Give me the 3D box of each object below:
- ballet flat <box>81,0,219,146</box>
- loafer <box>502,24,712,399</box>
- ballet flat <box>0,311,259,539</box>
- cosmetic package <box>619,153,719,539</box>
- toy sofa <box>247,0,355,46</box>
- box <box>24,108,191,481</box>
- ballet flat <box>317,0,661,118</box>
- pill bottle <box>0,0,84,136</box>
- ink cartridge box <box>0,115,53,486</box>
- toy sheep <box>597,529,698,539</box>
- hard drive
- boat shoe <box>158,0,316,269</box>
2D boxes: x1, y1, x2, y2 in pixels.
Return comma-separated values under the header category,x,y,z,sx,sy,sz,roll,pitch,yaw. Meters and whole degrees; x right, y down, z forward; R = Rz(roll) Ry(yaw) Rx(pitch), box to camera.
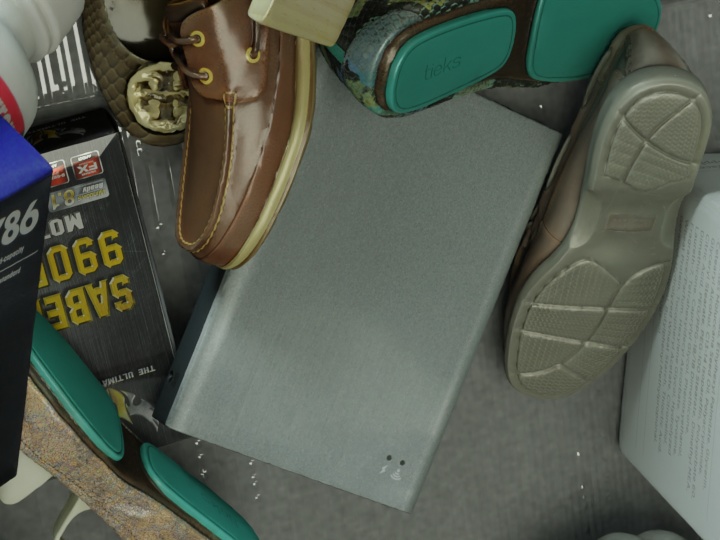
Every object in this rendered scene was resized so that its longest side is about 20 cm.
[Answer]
category,x,y,z,sx,sy,sz,roll,pitch,yaw
ballet flat,-0.090,-0.151,0.952,0.067,0.046,0.202,-2,109,-14
loafer,0.118,-0.027,1.038,0.071,0.063,0.201,7,128,-16
ballet flat,-0.125,0.094,0.966,0.067,0.068,0.200,-38,113,8
cosmetic package,0.240,0.046,1.025,0.164,0.200,0.166,-1,109,-14
toy sofa,-0.080,-0.178,0.856,0.199,0.083,0.098,30,99,18
box,-0.191,0.028,0.985,0.199,0.048,0.159,-15,111,-9
ballet flat,0.059,-0.120,0.984,0.199,0.074,0.075,-14,115,-44
pill bottle,-0.205,-0.064,0.887,0.111,0.110,0.201,45,65,-24
ink cartridge box,-0.172,0.019,0.850,0.039,0.099,0.201,25,124,23
toy sheep,0.152,0.196,1.091,0.199,0.138,0.139,-8,110,-19
hard drive,0.000,0.000,1.009,0.139,0.033,0.201,22,89,-27
boat shoe,-0.058,-0.102,0.930,0.067,0.072,0.202,8,98,-30
